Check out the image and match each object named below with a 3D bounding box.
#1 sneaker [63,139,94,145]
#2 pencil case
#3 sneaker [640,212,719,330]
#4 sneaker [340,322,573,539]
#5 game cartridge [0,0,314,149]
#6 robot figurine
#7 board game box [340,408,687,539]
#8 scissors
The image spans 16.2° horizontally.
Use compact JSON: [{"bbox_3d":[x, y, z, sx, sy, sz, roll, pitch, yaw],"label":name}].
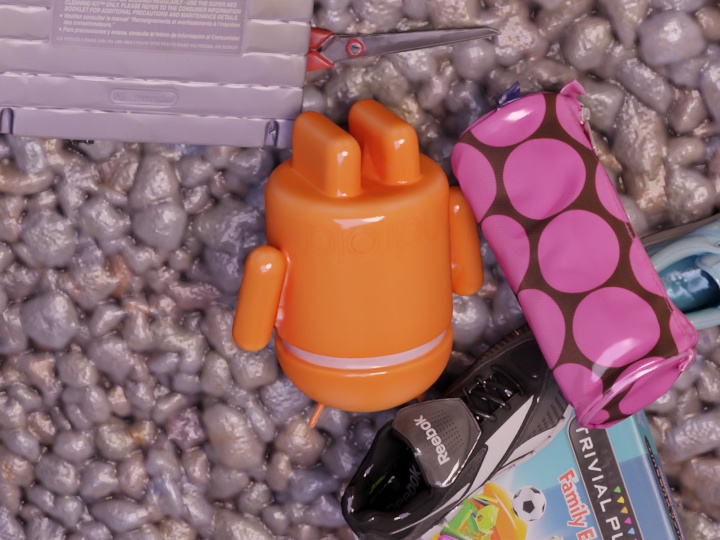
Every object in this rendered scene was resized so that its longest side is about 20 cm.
[{"bbox_3d":[-0.198,-0.170,1.555,0.072,0.072,0.201,-28,119,-12],"label":"sneaker"},{"bbox_3d":[0.129,-0.010,1.503,0.093,0.091,0.201,-27,73,5],"label":"pencil case"},{"bbox_3d":[0.240,-0.005,1.535,0.199,0.082,0.074,-27,106,17],"label":"sneaker"},{"bbox_3d":[0.063,0.100,1.559,0.200,0.090,0.067,-44,70,7],"label":"sneaker"},{"bbox_3d":[-0.129,-0.141,1.525,0.198,0.038,0.131,2,108,-13],"label":"game cartridge"},{"bbox_3d":[-0.002,0.000,1.552,0.116,0.144,0.201,9,117,24],"label":"robot figurine"},{"bbox_3d":[0.104,0.179,1.611,0.199,0.047,0.152,-21,80,15],"label":"board game box"},{"bbox_3d":[-0.015,-0.131,1.565,0.198,0.014,0.074,9,110,4],"label":"scissors"}]
